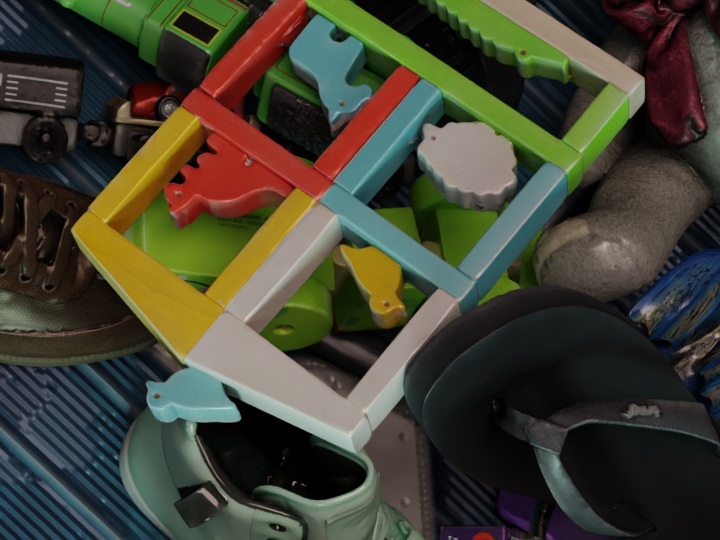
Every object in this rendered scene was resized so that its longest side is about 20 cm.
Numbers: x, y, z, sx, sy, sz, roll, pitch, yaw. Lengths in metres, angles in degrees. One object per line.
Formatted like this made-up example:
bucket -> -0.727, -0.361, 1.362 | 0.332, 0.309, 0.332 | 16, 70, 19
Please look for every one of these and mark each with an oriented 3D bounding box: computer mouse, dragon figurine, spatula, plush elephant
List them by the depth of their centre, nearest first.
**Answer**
plush elephant -> 0.138, -0.109, 0.926 | 0.155, 0.164, 0.200 | 63, 29, -20
dragon figurine -> 0.132, 0.031, 0.932 | 0.200, 0.099, 0.059 | -35, 78, -31
computer mouse -> 0.008, -0.143, 0.942 | 0.034, 0.059, 0.200 | -27, 90, -43
spatula -> 0.032, 0.052, 0.954 | 0.200, 0.021, 0.057 | 31, 66, -6

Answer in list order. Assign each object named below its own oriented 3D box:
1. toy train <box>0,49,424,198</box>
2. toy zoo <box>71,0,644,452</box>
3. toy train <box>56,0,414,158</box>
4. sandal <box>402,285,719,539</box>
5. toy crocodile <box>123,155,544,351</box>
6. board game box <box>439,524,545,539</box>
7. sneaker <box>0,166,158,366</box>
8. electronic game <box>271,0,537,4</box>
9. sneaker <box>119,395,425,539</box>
toy train -> -0.066, -0.059, 0.941 | 0.199, 0.034, 0.046 | 6, 94, -14
toy zoo -> -0.010, -0.026, 0.854 | 0.131, 0.020, 0.200 | 36, 75, 19
toy train -> -0.067, -0.100, 0.922 | 0.200, 0.042, 0.056 | 29, 56, 11
sandal -> 0.098, 0.067, 0.858 | 0.200, 0.043, 0.076 | 31, 102, -36
toy crocodile -> 0.000, 0.000, 0.927 | 0.199, 0.062, 0.068 | 2, 60, -20
board game box -> 0.077, 0.163, 0.865 | 0.032, 0.200, 0.120 | 1, 78, 26
sneaker -> -0.156, -0.013, 0.889 | 0.199, 0.076, 0.071 | 13, 75, -12
electronic game -> 0.003, -0.182, 0.987 | 0.199, 0.042, 0.201 | 3, 78, -14
sneaker -> 0.000, 0.115, 0.881 | 0.200, 0.118, 0.074 | 40, 71, -4
